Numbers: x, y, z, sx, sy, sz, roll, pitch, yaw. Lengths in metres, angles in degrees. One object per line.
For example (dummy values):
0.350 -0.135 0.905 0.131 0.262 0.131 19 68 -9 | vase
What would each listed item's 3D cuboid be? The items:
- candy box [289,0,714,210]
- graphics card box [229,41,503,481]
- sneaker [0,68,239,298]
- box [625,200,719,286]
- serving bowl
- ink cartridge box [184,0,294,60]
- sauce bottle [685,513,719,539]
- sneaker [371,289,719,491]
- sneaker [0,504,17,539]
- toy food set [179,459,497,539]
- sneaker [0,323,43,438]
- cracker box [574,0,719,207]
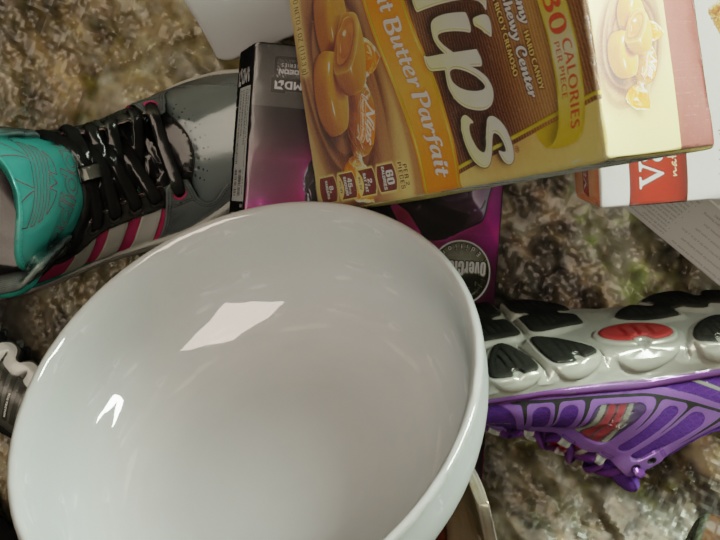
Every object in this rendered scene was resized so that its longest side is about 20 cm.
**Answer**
0.045 -0.091 0.643 0.055 0.200 0.116 -9 91 -30 | candy box
0.000 0.000 0.765 0.124 0.051 0.202 5 90 -12 | graphics card box
-0.130 -0.044 0.773 0.199 0.121 0.084 -26 86 9 | sneaker
0.110 -0.069 0.737 0.200 0.041 0.039 38 54 -3 | box
-0.038 0.068 0.664 0.199 0.066 0.201 -13 48 14 | serving bowl
0.003 -0.187 0.744 0.199 0.116 0.068 -20 45 9 | ink cartridge box
0.233 0.175 0.736 0.199 0.065 0.065 23 95 8 | sauce bottle
0.098 0.062 0.731 0.198 0.081 0.084 -2 109 -11 | sneaker
-0.247 0.119 0.822 0.114 0.076 0.200 -42 86 6 | sneaker
-0.030 0.145 0.743 0.198 0.144 0.061 -6 48 10 | toy food set
-0.226 0.052 0.811 0.199 0.067 0.091 29 77 13 | sneaker
0.183 -0.101 0.657 0.198 0.058 0.135 -5 98 -2 | cracker box
